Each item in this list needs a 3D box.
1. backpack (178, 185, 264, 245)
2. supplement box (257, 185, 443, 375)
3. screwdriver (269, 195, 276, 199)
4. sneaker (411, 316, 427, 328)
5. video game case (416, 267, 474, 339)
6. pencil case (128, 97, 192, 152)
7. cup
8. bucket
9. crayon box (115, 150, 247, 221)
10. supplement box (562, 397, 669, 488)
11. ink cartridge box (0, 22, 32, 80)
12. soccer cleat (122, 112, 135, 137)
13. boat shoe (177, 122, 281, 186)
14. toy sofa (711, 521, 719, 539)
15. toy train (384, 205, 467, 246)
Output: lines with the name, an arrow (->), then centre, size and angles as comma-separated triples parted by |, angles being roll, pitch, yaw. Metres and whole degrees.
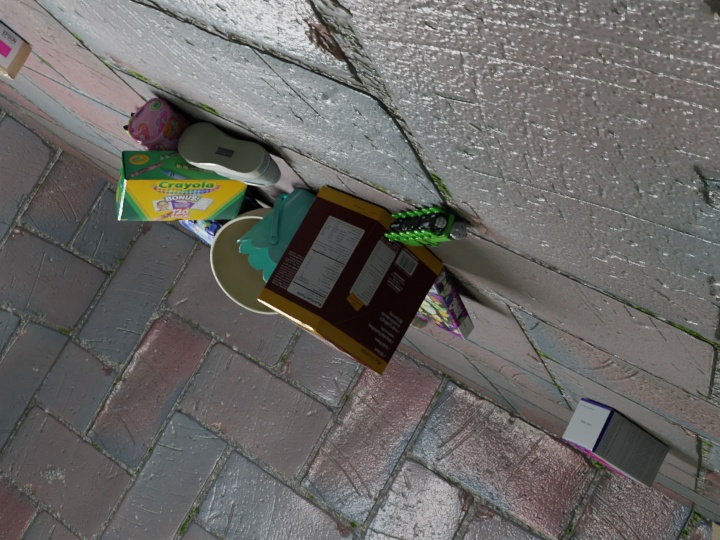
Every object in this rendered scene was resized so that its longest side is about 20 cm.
backpack -> -0.298, -0.129, 1.828 | 0.199, 0.135, 0.183 | 31, 173, 21
supplement box -> -0.011, 0.018, 1.371 | 0.132, 0.201, 0.197 | 25, 171, 40
screwdriver -> -0.101, -0.095, 1.670 | 0.199, 0.029, 0.028 | 26, 172, 29
sneaker -> 0.070, 0.041, 1.746 | 0.200, 0.078, 0.077 | 48, -178, -46
video game case -> 0.088, 0.025, 1.551 | 0.199, 0.036, 0.182 | 26, 159, 37
pencil case -> -0.297, -0.204, 1.497 | 0.087, 0.088, 0.200 | 26, 173, 30
cup -> -0.165, -0.039, 1.711 | 0.199, 0.201, 0.143 | 30, -149, 1
bucket -> -0.094, -0.029, 1.508 | 0.207, 0.135, 0.207 | 40, 166, 12
crayon box -> -0.291, -0.137, 1.465 | 0.198, 0.059, 0.119 | -2, 151, -22
supplement box -> 0.548, 0.370, 1.933 | 0.199, 0.104, 0.101 | 32, 172, -25
ink cartridge box -> -0.715, -0.440, 1.609 | 0.164, 0.075, 0.200 | 25, 171, 30
soccer cleat -> -0.356, -0.220, 1.632 | 0.081, 0.068, 0.200 | 19, -156, -52
boat shoe -> -0.202, -0.170, 1.384 | 0.200, 0.070, 0.071 | 23, 168, 38
toy sofa -> 1.193, 0.866, 2.884 | 0.082, 0.098, 0.200 | 5, 170, 4
toy train -> 0.083, -0.053, 1.161 | 0.056, 0.042, 0.200 | 22, 175, -14
